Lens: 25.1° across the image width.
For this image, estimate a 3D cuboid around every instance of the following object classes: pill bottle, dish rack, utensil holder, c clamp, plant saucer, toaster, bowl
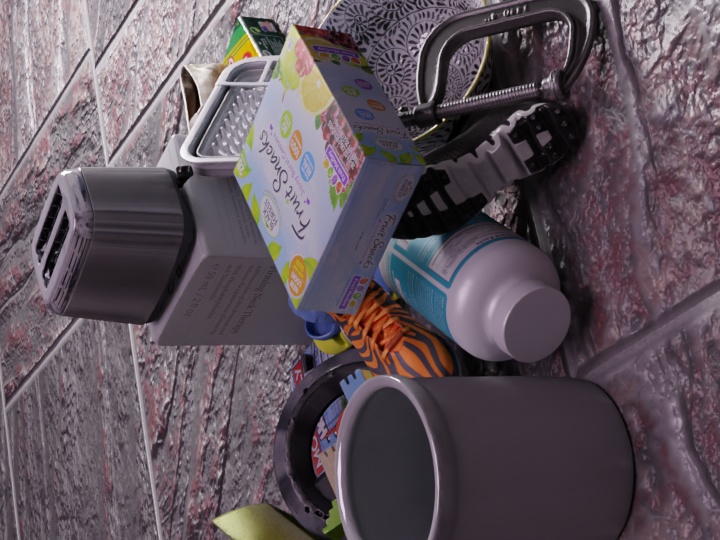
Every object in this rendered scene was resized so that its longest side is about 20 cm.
[{"bbox_3d":[0.105,0.011,1.447,0.200,0.110,0.112,40,123,54],"label":"pill bottle"},{"bbox_3d":[-0.086,-0.159,1.711,0.201,0.170,0.044,-68,-28,-48],"label":"dish rack"},{"bbox_3d":[0.104,0.171,1.355,0.170,0.199,0.172,-6,84,60],"label":"utensil holder"},{"bbox_3d":[0.115,-0.166,1.408,0.199,0.027,0.172,-15,51,26],"label":"c clamp"},{"bbox_3d":[-0.026,0.302,1.625,0.048,0.199,0.200,-59,31,-4],"label":"plant saucer"},{"bbox_3d":[-0.258,-0.031,1.674,0.201,0.128,0.114,-59,41,40],"label":"toaster"},{"bbox_3d":[0.052,-0.182,1.532,0.199,0.094,0.202,-13,62,26],"label":"bowl"}]

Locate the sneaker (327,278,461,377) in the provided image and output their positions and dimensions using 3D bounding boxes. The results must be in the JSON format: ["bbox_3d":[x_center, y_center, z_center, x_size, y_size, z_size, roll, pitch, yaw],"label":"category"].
[{"bbox_3d":[0.007,0.049,1.476,0.078,0.112,0.200,-48,41,-2],"label":"sneaker"}]

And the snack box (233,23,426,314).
[{"bbox_3d":[-0.032,-0.089,1.424,0.169,0.067,0.201,-64,34,33],"label":"snack box"}]

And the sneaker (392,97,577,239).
[{"bbox_3d":[0.095,-0.095,1.437,0.067,0.199,0.091,57,-173,-24],"label":"sneaker"}]

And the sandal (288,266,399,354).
[{"bbox_3d":[0.000,0.000,1.626,0.200,0.087,0.080,-49,42,17],"label":"sandal"}]

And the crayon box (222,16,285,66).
[{"bbox_3d":[-0.135,-0.186,1.945,0.127,0.050,0.201,60,139,42],"label":"crayon box"}]

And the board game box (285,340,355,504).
[{"bbox_3d":[-0.029,0.160,1.734,0.200,0.061,0.201,-51,46,47],"label":"board game box"}]

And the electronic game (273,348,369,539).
[{"bbox_3d":[0.007,0.173,1.586,0.198,0.042,0.202,-6,73,19],"label":"electronic game"}]

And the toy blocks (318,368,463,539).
[{"bbox_3d":[0.033,0.145,1.520,0.199,0.100,0.137,-36,54,12],"label":"toy blocks"}]

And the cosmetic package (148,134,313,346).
[{"bbox_3d":[-0.126,-0.030,1.772,0.168,0.199,0.167,-56,43,44],"label":"cosmetic package"}]

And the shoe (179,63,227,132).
[{"bbox_3d":[-0.182,-0.172,1.875,0.070,0.053,0.201,-56,28,36],"label":"shoe"}]
